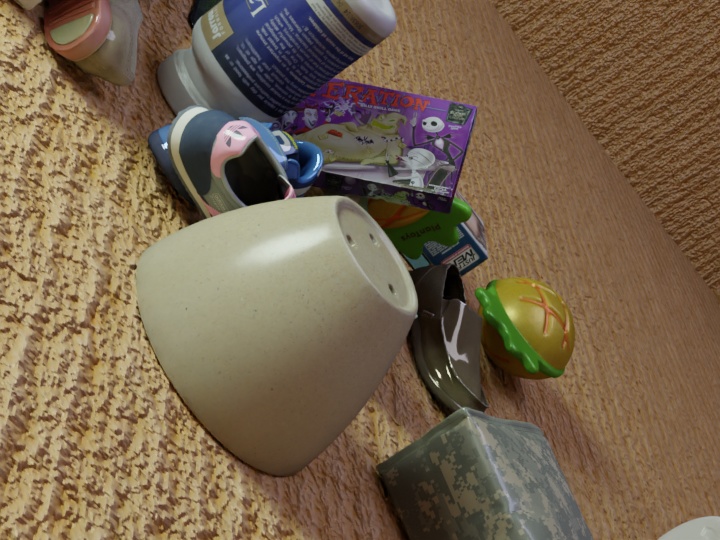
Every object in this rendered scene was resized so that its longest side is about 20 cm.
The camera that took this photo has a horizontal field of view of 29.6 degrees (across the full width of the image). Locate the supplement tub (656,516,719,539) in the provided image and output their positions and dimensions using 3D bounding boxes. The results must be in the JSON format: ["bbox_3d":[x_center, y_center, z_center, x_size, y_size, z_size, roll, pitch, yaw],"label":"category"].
[{"bbox_3d":[0.413,0.395,1.536,0.200,0.145,0.145,54,18,-8],"label":"supplement tub"}]

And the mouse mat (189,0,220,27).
[{"bbox_3d":[-0.123,-0.243,1.479,0.161,0.008,0.200,49,18,-23],"label":"mouse mat"}]

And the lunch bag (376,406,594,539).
[{"bbox_3d":[0.127,0.217,1.148,0.200,0.117,0.164,20,39,-54],"label":"lunch bag"}]

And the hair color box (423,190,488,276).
[{"bbox_3d":[0.064,-0.091,1.558,0.200,0.060,0.100,50,18,-21],"label":"hair color box"}]

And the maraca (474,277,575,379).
[{"bbox_3d":[0.186,0.067,1.578,0.137,0.107,0.200,53,17,14],"label":"maraca"}]

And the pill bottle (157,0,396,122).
[{"bbox_3d":[-0.077,-0.203,1.211,0.116,0.200,0.116,48,18,-21],"label":"pill bottle"}]

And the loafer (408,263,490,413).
[{"bbox_3d":[0.092,0.067,1.397,0.076,0.067,0.200,35,27,-48],"label":"loafer"}]

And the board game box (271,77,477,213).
[{"bbox_3d":[0.000,-0.123,1.268,0.032,0.199,0.120,92,12,-49],"label":"board game box"}]

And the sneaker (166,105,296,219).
[{"bbox_3d":[-0.076,-0.043,1.076,0.082,0.070,0.200,18,-27,43],"label":"sneaker"}]

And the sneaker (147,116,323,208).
[{"bbox_3d":[-0.103,-0.095,1.148,0.200,0.082,0.074,9,51,-63],"label":"sneaker"}]

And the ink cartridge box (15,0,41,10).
[{"bbox_3d":[-0.238,-0.322,1.084,0.083,0.146,0.200,44,22,-36],"label":"ink cartridge box"}]

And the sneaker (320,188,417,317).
[{"bbox_3d":[0.000,0.000,1.257,0.118,0.074,0.201,41,32,-23],"label":"sneaker"}]

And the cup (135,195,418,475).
[{"bbox_3d":[-0.043,0.027,0.991,0.200,0.143,0.201,49,19,-23],"label":"cup"}]

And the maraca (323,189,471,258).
[{"bbox_3d":[0.030,-0.092,1.383,0.200,0.137,0.107,55,31,-30],"label":"maraca"}]

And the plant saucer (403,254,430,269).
[{"bbox_3d":[0.018,-0.082,1.547,0.200,0.019,0.070,49,18,-17],"label":"plant saucer"}]

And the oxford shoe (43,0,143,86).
[{"bbox_3d":[-0.218,-0.230,1.119,0.074,0.071,0.201,45,30,-45],"label":"oxford shoe"}]
